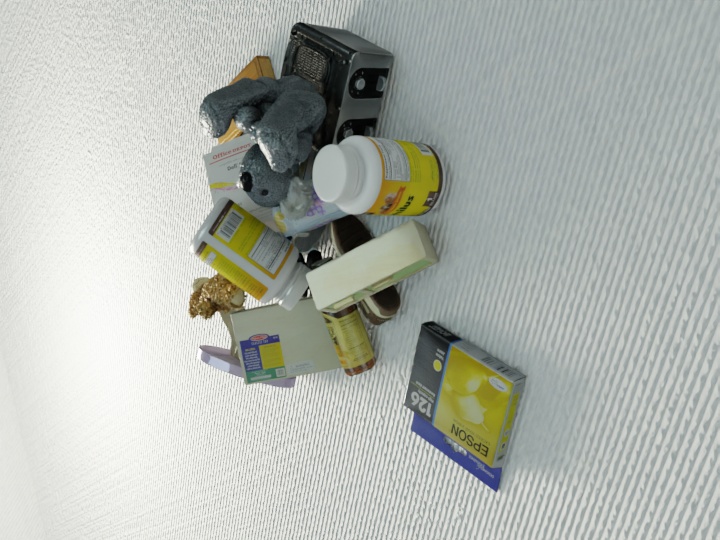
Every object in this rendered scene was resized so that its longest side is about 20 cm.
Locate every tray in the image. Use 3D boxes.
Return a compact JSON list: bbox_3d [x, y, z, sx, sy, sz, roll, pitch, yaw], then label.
[{"bbox_3d":[-0.233,-0.330,1.585,0.198,0.036,0.101,-28,76,46],"label":"tray"}]

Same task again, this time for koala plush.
[{"bbox_3d":[-0.137,-0.183,1.252,0.175,0.184,0.204,26,133,23],"label":"koala plush"}]

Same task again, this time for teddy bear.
[{"bbox_3d":[-0.253,0.030,1.443,0.147,0.066,0.199,-59,24,-13],"label":"teddy bear"}]

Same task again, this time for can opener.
[{"bbox_3d":[-0.075,0.063,1.462,0.077,0.063,0.206,-10,99,22],"label":"can opener"}]

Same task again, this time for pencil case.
[{"bbox_3d":[-0.052,-0.119,1.328,0.196,0.084,0.092,-22,38,20],"label":"pencil case"}]

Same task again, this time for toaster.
[{"bbox_3d":[-0.052,-0.298,1.324,0.199,0.117,0.185,36,121,38],"label":"toaster"}]

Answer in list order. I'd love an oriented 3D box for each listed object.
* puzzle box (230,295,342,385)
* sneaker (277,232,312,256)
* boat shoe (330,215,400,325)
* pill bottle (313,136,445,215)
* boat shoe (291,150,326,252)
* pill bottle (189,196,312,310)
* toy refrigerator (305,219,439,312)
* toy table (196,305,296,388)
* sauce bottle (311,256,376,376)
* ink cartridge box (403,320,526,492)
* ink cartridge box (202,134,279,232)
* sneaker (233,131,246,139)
[{"bbox_3d":[-0.125,0.121,1.427,0.025,0.194,0.137,-85,-15,-79],"label":"puzzle box"},{"bbox_3d":[-0.190,-0.087,1.504,0.199,0.128,0.081,39,133,37],"label":"sneaker"},{"bbox_3d":[-0.005,0.001,1.359,0.206,0.073,0.075,66,148,22],"label":"boat shoe"},{"bbox_3d":[0.027,-0.139,1.184,0.108,0.197,0.113,2,93,48],"label":"pill bottle"},{"bbox_3d":[-0.089,-0.136,1.438,0.062,0.070,0.205,30,106,58],"label":"boat shoe"},{"bbox_3d":[-0.177,-0.022,1.321,0.198,0.110,0.109,36,132,-10],"label":"pill bottle"},{"bbox_3d":[0.020,-0.001,1.261,0.196,0.076,0.072,-26,76,16],"label":"toy refrigerator"},{"bbox_3d":[-0.204,0.138,1.531,0.184,0.195,0.120,-146,74,-77],"label":"toy table"},{"bbox_3d":[-0.032,0.078,1.375,0.065,0.065,0.205,-11,102,48],"label":"sauce bottle"},{"bbox_3d":[0.151,0.212,1.239,0.196,0.046,0.205,28,115,41],"label":"ink cartridge box"},{"bbox_3d":[-0.209,-0.160,1.422,0.114,0.067,0.205,-18,73,7],"label":"ink cartridge box"},{"bbox_3d":[-0.198,-0.195,1.523,0.075,0.079,0.204,-16,53,16],"label":"sneaker"}]
